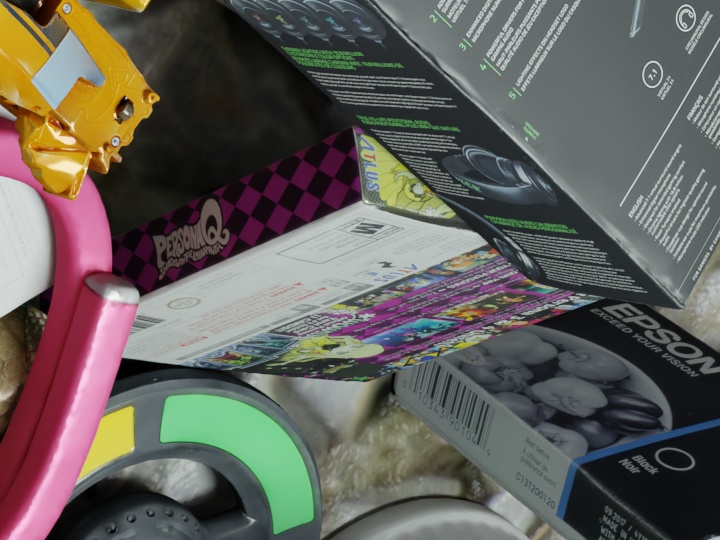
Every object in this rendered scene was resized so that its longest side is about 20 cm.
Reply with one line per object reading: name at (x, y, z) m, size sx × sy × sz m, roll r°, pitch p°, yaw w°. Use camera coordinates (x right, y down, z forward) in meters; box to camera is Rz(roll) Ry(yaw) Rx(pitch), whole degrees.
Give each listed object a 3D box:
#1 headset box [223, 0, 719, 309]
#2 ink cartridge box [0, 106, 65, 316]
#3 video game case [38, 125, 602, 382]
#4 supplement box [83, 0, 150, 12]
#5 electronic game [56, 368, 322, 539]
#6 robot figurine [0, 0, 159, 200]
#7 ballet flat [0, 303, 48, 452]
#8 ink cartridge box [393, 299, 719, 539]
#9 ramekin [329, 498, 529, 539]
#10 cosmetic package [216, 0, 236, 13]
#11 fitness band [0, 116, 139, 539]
headset box at (0.064, -0.116, 0.819) m, size 0.200 × 0.093 × 0.175 m, roll 40°, pitch 73°, yaw -32°
ink cartridge box at (-0.210, -0.002, 0.875) m, size 0.200 × 0.059 × 0.104 m, roll -33°, pitch 129°, yaw -21°
video game case at (0.000, 0.000, 0.967) m, size 0.181 × 0.200 × 0.036 m, roll 9°, pitch 68°, yaw -41°
supplement box at (-0.125, -0.186, 0.763) m, size 0.200 × 0.109 × 0.109 m, roll 38°, pitch 86°, yaw -20°
electronic game at (-0.101, 0.134, 1.044) m, size 0.199 × 0.042 × 0.201 m, roll -20°, pitch 126°, yaw -30°
robot figurine at (-0.156, -0.103, 0.733) m, size 0.200 × 0.145 × 0.058 m, roll 44°, pitch 70°, yaw -39°
ballet flat at (-0.196, 0.088, 0.944) m, size 0.065 × 0.070 × 0.200 m, roll 38°, pitch 84°, yaw -17°
ink cartridge box at (0.151, 0.074, 1.114) m, size 0.199 × 0.198 × 0.044 m, roll -8°, pitch 121°, yaw -37°
ramekin at (0.034, 0.219, 1.166) m, size 0.202 × 0.094 × 0.203 m, roll -19°, pitch 123°, yaw -30°
cosmetic package at (-0.029, -0.147, 0.936) m, size 0.200 × 0.071 × 0.106 m, roll 26°, pitch 95°, yaw -44°
fitness band at (-0.159, 0.041, 0.871) m, size 0.143 × 0.037 × 0.201 m, roll 11°, pitch 104°, yaw -41°
